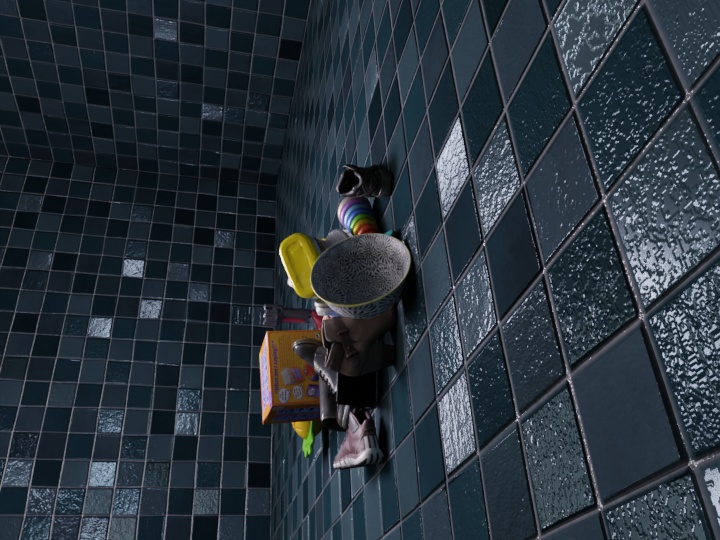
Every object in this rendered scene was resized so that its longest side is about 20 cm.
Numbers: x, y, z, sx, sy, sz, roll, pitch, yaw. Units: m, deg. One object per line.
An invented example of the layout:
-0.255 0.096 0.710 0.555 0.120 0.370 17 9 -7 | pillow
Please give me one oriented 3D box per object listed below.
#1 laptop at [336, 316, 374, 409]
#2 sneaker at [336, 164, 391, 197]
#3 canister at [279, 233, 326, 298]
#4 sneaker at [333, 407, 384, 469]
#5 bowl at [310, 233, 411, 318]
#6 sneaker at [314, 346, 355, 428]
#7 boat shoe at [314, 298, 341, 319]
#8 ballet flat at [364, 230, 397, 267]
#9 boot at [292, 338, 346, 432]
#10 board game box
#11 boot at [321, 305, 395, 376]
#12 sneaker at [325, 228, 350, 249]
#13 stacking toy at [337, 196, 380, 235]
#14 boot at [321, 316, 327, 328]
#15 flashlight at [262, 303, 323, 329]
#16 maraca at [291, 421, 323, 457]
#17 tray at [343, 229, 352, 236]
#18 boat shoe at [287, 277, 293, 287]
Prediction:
-0.021 0.209 1.433 0.200 0.101 0.182 135 139 -71 | laptop
-0.003 -0.204 1.477 0.200 0.112 0.078 -129 47 -75 | sneaker
-0.099 -0.005 1.496 0.151 0.085 0.200 65 -167 10 | canister
-0.007 0.351 1.375 0.200 0.074 0.118 140 127 -59 | sneaker
0.008 0.028 1.261 0.203 0.196 0.095 -101 -4 -49 | bowl
-0.059 0.269 1.523 0.075 0.104 0.204 71 -160 -54 | sneaker
-0.037 0.092 1.462 0.199 0.073 0.070 -3 -82 -61 | boat shoe
0.017 -0.005 1.370 0.199 0.073 0.074 -38 37 23 | ballet flat
-0.091 0.279 1.595 0.073 0.179 0.203 -45 32 43 | boot
-0.167 0.293 1.796 0.200 0.195 0.204 120 146 -61 | board game box
-0.005 0.110 1.300 0.071 0.143 0.204 114 157 -59 | boot
0.000 0.000 1.483 0.202 0.075 0.114 58 -168 22 | sneaker
0.007 -0.093 1.482 0.201 0.083 0.087 -114 31 -55 | stacking toy
-0.048 0.128 1.657 0.108 0.073 0.204 -117 34 -57 | boot
-0.176 0.138 1.851 0.068 0.195 0.069 121 149 -65 | flashlight
-0.153 0.443 1.928 0.138 0.104 0.204 119 152 -60 | maraca
-0.056 -0.080 1.700 0.022 0.106 0.200 59 170 -8 | tray
-0.095 -0.005 1.663 0.074 0.197 0.095 32 114 39 | boat shoe
